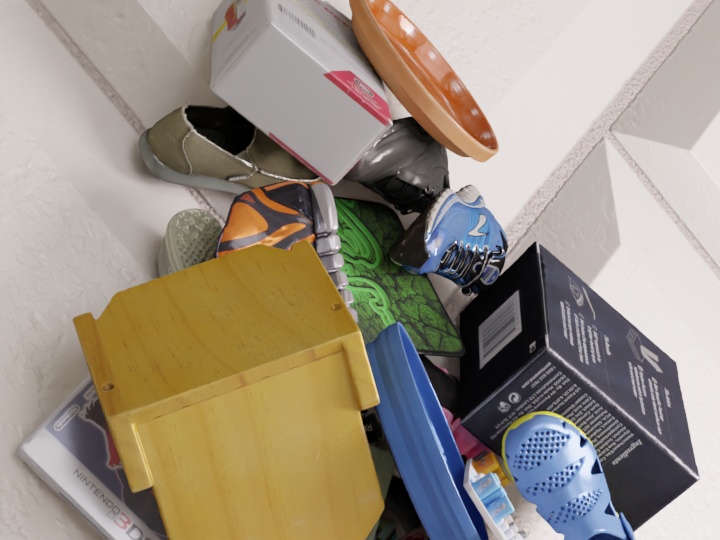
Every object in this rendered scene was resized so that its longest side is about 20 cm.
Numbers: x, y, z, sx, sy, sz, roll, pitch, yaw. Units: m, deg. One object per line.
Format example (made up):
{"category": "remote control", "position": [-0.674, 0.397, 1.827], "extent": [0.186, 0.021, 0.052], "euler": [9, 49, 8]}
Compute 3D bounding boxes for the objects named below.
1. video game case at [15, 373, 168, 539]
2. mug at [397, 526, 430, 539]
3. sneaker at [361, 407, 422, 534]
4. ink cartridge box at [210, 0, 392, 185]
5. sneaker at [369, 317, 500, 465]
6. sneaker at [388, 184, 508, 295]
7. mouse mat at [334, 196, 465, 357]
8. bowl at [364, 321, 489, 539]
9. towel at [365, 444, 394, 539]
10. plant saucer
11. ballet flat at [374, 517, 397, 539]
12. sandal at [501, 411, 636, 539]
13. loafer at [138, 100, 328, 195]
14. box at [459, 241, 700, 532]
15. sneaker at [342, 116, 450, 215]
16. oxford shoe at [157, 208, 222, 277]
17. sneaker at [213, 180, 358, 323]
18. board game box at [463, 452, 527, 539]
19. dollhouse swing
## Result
{"category": "video game case", "position": [-0.142, 0.136, 1.453], "extent": [0.182, 0.023, 0.200], "euler": [43, 66, 0]}
{"category": "mug", "position": [0.103, 0.313, 1.528], "extent": [0.200, 0.177, 0.134], "euler": [45, 42, -7]}
{"category": "sneaker", "position": [0.012, 0.146, 1.585], "extent": [0.200, 0.074, 0.089], "euler": [50, 34, -7]}
{"category": "ink cartridge box", "position": [-0.056, -0.183, 1.628], "extent": [0.145, 0.083, 0.200], "euler": [37, 19, -20]}
{"category": "sneaker", "position": [0.057, 0.112, 1.659], "extent": [0.200, 0.079, 0.096], "euler": [50, 29, -10]}
{"category": "sneaker", "position": [0.094, -0.025, 1.690], "extent": [0.089, 0.079, 0.200], "euler": [46, 23, 9]}
{"category": "mouse mat", "position": [0.000, 0.000, 1.644], "extent": [0.160, 0.008, 0.201], "euler": [6, 41, -36]}
{"category": "bowl", "position": [0.051, 0.142, 1.477], "extent": [0.201, 0.039, 0.202], "euler": [-22, 90, -86]}
{"category": "towel", "position": [-0.078, 0.182, 1.496], "extent": [0.198, 0.023, 0.153], "euler": [19, 54, -5]}
{"category": "plant saucer", "position": [0.055, -0.180, 1.697], "extent": [0.200, 0.032, 0.201], "euler": [47, 16, -18]}
{"category": "ballet flat", "position": [-0.044, 0.252, 1.509], "extent": [0.071, 0.069, 0.200], "euler": [50, 53, -5]}
{"category": "sandal", "position": [0.191, 0.207, 1.562], "extent": [0.201, 0.079, 0.087], "euler": [55, 3, -19]}
{"category": "loafer", "position": [-0.098, -0.108, 1.619], "extent": [0.199, 0.070, 0.076], "euler": [1, 55, -39]}
{"category": "box", "position": [0.198, 0.113, 1.679], "extent": [0.200, 0.117, 0.197], "euler": [39, 24, -17]}
{"category": "sneaker", "position": [0.040, -0.095, 1.702], "extent": [0.200, 0.075, 0.092], "euler": [-17, 89, -62]}
{"category": "oxford shoe", "position": [-0.130, 0.046, 1.535], "extent": [0.075, 0.058, 0.202], "euler": [-2, 65, -28]}
{"category": "sneaker", "position": [-0.067, 0.024, 1.506], "extent": [0.111, 0.078, 0.202], "euler": [-6, 68, -16]}
{"category": "board game box", "position": [0.151, 0.245, 1.503], "extent": [0.201, 0.026, 0.200], "euler": [57, 3, 2]}
{"category": "dollhouse swing", "position": [-0.095, 0.115, 1.427], "extent": [0.198, 0.177, 0.182], "euler": [-20, 40, -10]}
